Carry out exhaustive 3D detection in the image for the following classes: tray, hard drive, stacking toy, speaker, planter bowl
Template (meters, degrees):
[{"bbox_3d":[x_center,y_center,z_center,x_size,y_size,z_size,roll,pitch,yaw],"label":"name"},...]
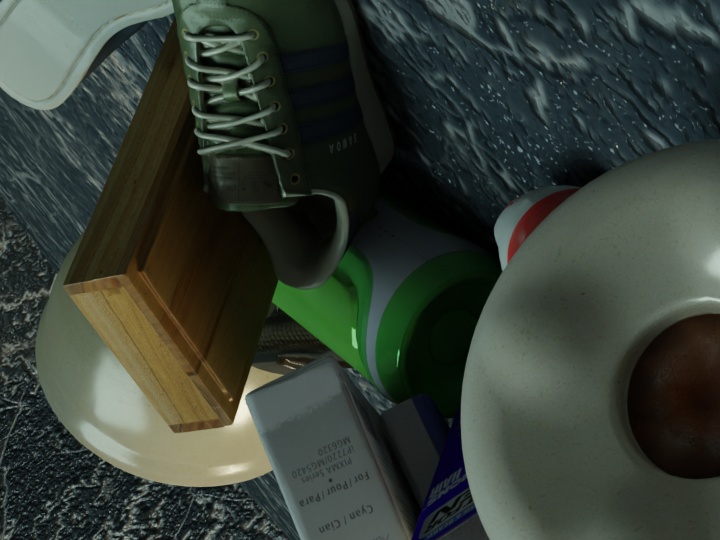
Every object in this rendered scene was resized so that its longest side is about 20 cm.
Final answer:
[{"bbox_3d":[-0.069,-0.036,0.832,0.037,0.201,0.099,-10,133,25],"label":"tray"},{"bbox_3d":[0.069,0.161,0.794,0.201,0.025,0.132,65,-178,19],"label":"hard drive"},{"bbox_3d":[0.131,0.058,0.554,0.146,0.147,0.200,42,-174,33],"label":"stacking toy"},{"bbox_3d":[0.000,0.000,0.896,0.200,0.088,0.089,35,162,53],"label":"speaker"},{"bbox_3d":[-0.102,0.017,1.149,0.200,0.199,0.135,45,142,22],"label":"planter bowl"}]

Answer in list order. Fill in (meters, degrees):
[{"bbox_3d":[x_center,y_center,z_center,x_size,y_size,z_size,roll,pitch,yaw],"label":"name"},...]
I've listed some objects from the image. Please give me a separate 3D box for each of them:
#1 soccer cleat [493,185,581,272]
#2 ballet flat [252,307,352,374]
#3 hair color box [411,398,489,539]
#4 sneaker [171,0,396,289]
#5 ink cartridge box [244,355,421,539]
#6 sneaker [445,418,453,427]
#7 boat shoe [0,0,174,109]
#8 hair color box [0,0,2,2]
[{"bbox_3d":[0.113,0.053,0.687,0.201,0.068,0.085,56,177,-13],"label":"soccer cleat"},{"bbox_3d":[0.001,0.032,1.004,0.067,0.047,0.199,18,166,-30],"label":"ballet flat"},{"bbox_3d":[0.084,0.104,0.727,0.110,0.065,0.200,54,-164,-6],"label":"hair color box"},{"bbox_3d":[-0.039,-0.068,0.769,0.066,0.091,0.201,7,151,25],"label":"sneaker"},{"bbox_3d":[0.020,0.140,0.773,0.200,0.044,0.178,58,-173,-74],"label":"ink cartridge box"},{"bbox_3d":[0.071,0.076,0.923,0.078,0.078,0.200,66,162,-13],"label":"sneaker"},{"bbox_3d":[-0.113,-0.143,0.840,0.075,0.062,0.200,38,142,-9],"label":"boat shoe"},{"bbox_3d":[-0.162,-0.188,0.873,0.061,0.100,0.200,50,169,11],"label":"hair color box"}]
